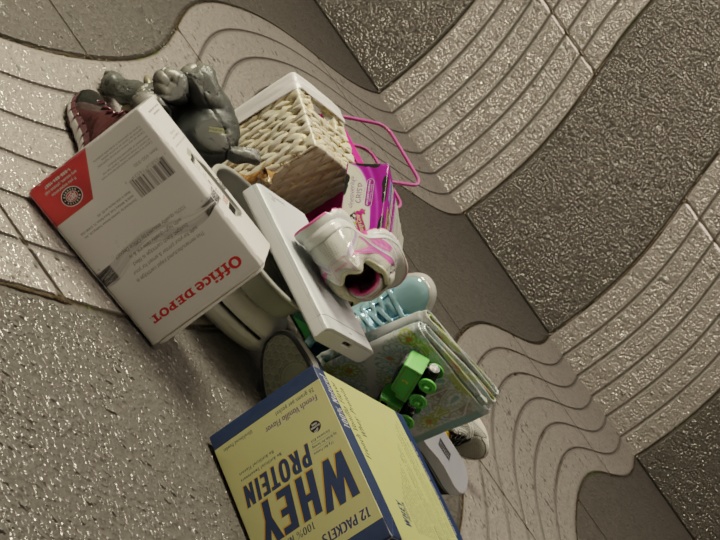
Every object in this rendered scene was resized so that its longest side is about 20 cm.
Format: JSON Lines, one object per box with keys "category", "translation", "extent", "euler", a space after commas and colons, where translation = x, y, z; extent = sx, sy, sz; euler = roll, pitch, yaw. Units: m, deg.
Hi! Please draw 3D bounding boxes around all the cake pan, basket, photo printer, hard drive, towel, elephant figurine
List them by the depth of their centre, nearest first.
{"category": "cake pan", "translation": [-0.120, -0.029, 1.555], "extent": [0.200, 0.037, 0.200], "euler": [53, 13, -18]}
{"category": "hard drive", "translation": [-0.059, 0.003, 1.562], "extent": [0.200, 0.027, 0.132], "euler": [62, 13, 25]}
{"category": "photo printer", "translation": [-0.158, -0.004, 1.603], "extent": [0.166, 0.069, 0.200], "euler": [48, 15, -32]}
{"category": "elephant figurine", "translation": [-0.225, -0.187, 1.670], "extent": [0.200, 0.141, 0.156], "euler": [-168, -117, -73]}
{"category": "towel", "translation": [0.047, 0.141, 1.690], "extent": [0.171, 0.200, 0.048], "euler": [49, 31, -28]}
{"category": "basket", "translation": [-0.117, -0.144, 1.826], "extent": [0.135, 0.200, 0.124], "euler": [34, 29, -54]}

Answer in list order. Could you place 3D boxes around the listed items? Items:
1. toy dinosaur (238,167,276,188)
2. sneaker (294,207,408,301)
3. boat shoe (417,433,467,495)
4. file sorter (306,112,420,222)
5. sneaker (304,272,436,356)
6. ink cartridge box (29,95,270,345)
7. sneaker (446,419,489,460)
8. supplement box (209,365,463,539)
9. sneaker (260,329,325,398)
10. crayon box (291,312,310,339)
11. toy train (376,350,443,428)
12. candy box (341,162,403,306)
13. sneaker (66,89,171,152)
{"category": "toy dinosaur", "translation": [-0.184, -0.103, 1.735], "extent": [0.060, 0.199, 0.107], "euler": [20, 79, -58]}
{"category": "sneaker", "translation": [0.000, 0.000, 1.576], "extent": [0.200, 0.081, 0.088], "euler": [20, 39, -58]}
{"category": "boat shoe", "translation": [0.080, 0.227, 1.824], "extent": [0.200, 0.056, 0.069], "euler": [62, 33, -26]}
{"category": "file sorter", "translation": [-0.030, -0.107, 1.957], "extent": [0.125, 0.200, 0.139], "euler": [7, 44, -41]}
{"category": "sneaker", "translation": [0.007, 0.073, 1.712], "extent": [0.074, 0.200, 0.082], "euler": [55, 17, 6]}
{"category": "ink cartridge box", "translation": [-0.207, -0.050, 1.375], "extent": [0.200, 0.147, 0.083], "euler": [53, 11, -12]}
{"category": "sneaker", "translation": [0.116, 0.233, 1.997], "extent": [0.200, 0.078, 0.082], "euler": [34, 26, -33]}
{"category": "supplement box", "translation": [-0.015, 0.234, 1.365], "extent": [0.200, 0.134, 0.200], "euler": [35, 23, -56]}
{"category": "sneaker", "translation": [-0.035, 0.156, 1.589], "extent": [0.203, 0.077, 0.146], "euler": [65, 25, 3]}
{"category": "crayon box", "translation": [-0.018, 0.110, 1.853], "extent": [0.200, 0.051, 0.127], "euler": [59, 13, 21]}
{"category": "toy train", "translation": [0.041, 0.172, 1.660], "extent": [0.056, 0.200, 0.042], "euler": [30, 42, 2]}
{"category": "candy box", "translation": [0.014, -0.034, 1.821], "extent": [0.200, 0.061, 0.137], "euler": [75, 20, -60]}
{"category": "sneaker", "translation": [-0.261, -0.160, 1.528], "extent": [0.076, 0.115, 0.200], "euler": [43, 17, -40]}
